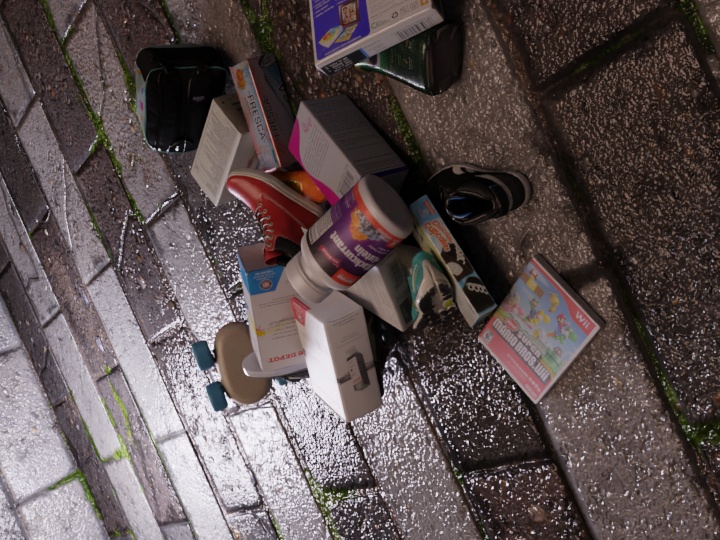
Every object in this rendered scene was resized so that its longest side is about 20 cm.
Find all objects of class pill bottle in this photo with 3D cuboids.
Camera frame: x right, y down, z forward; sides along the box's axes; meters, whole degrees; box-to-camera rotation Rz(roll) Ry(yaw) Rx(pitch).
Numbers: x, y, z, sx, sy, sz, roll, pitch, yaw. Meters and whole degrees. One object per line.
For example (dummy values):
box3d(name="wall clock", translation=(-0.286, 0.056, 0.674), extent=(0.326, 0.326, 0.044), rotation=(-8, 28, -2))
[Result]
box3d(name="pill bottle", translation=(-0.022, -0.042, 1.330), extent=(0.199, 0.111, 0.112), rotation=(-42, 76, 24))

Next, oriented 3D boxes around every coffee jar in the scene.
box3d(name="coffee jar", translation=(0.054, -0.339, 1.293), extent=(0.198, 0.085, 0.106), rotation=(29, 140, 37))

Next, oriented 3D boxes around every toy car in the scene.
box3d(name="toy car", translation=(-0.265, 0.191, 1.902), extent=(0.200, 0.181, 0.181), rotation=(-158, 49, -76))

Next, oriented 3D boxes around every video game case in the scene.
box3d(name="video game case", translation=(0.269, 0.093, 1.316), extent=(0.143, 0.017, 0.202), rotation=(49, 138, 22))

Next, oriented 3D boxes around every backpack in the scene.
box3d(name="backpack", translation=(-0.362, -0.342, 1.709), extent=(0.154, 0.172, 0.203), rotation=(52, 143, 42))

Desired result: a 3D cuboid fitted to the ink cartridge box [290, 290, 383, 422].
box3d(name="ink cartridge box", translation=(-0.042, 0.146, 1.541), extent=(0.145, 0.083, 0.204), rotation=(30, 136, 57))

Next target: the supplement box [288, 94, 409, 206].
box3d(name="supplement box", translation=(-0.024, -0.186, 1.431), extent=(0.201, 0.102, 0.102), rotation=(52, 140, 26))

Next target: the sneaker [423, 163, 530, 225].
box3d(name="sneaker", translation=(0.143, -0.112, 1.284), extent=(0.198, 0.111, 0.075), rotation=(3, 111, 48))

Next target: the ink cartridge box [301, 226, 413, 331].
box3d(name="ink cartridge box", translation=(0.000, 0.000, 1.474), extent=(0.199, 0.057, 0.164), rotation=(34, 156, 42))

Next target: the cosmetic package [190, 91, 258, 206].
box3d(name="cosmetic package", translation=(-0.255, -0.240, 1.700), extent=(0.104, 0.086, 0.201), rotation=(50, 138, 17))

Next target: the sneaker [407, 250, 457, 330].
box3d(name="sneaker", translation=(0.111, 0.036, 1.384), extent=(0.201, 0.076, 0.081), rotation=(86, 163, -63))

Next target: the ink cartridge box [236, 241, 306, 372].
box3d(name="ink cartridge box", translation=(-0.144, 0.059, 1.640), extent=(0.145, 0.144, 0.205), rotation=(-129, 31, -65))

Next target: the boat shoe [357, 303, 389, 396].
box3d(name="boat shoe", translation=(0.024, 0.149, 1.588), extent=(0.073, 0.064, 0.204), rotation=(37, 144, 55))

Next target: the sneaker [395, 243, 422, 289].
box3d(name="sneaker", translation=(0.044, -0.020, 1.485), extent=(0.199, 0.075, 0.090), rotation=(38, 145, 30))

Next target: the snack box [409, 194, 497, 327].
box3d(name="snack box", translation=(0.140, -0.012, 1.354), extent=(0.202, 0.037, 0.116), rotation=(59, 175, 10))

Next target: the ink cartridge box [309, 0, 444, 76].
box3d(name="ink cartridge box", translation=(0.015, -0.407, 1.252), extent=(0.195, 0.043, 0.205), rotation=(-20, 63, 25))

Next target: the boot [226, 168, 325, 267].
box3d(name="boot", translation=(-0.173, -0.090, 1.545), extent=(0.197, 0.146, 0.073), rotation=(28, 144, 2))

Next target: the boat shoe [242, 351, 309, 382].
box3d(name="boat shoe", translation=(-0.134, 0.189, 1.702), extent=(0.072, 0.195, 0.069), rotation=(-120, 25, -48))

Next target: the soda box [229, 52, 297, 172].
box3d(name="soda box", translation=(-0.170, -0.289, 1.592), extent=(0.063, 0.068, 0.205), rotation=(-7, 104, 49))

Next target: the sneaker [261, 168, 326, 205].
box3d(name="sneaker", translation=(-0.131, -0.152, 1.611), extent=(0.197, 0.076, 0.075), rotation=(7, 112, 45))
